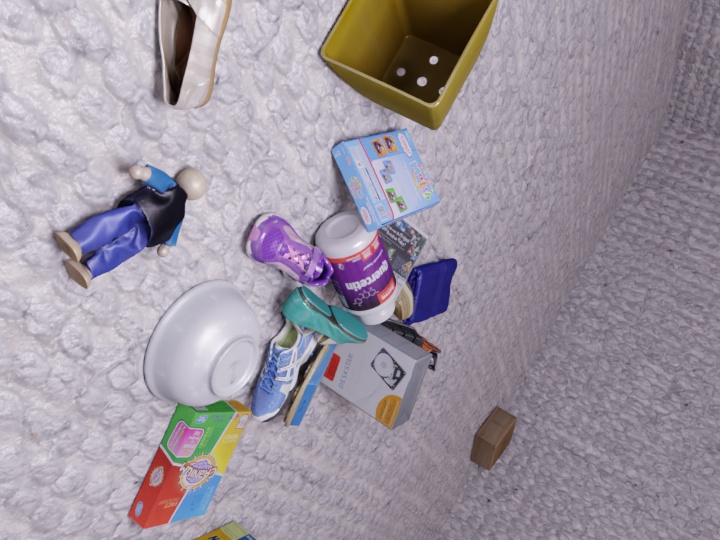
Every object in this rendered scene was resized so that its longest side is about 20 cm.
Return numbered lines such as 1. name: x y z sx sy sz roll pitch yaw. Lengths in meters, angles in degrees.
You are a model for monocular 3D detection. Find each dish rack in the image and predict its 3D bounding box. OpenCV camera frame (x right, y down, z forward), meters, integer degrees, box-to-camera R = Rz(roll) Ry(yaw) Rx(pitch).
1. dish rack: 0.048 0.214 1.507 0.152 0.054 0.203 20 101 -39

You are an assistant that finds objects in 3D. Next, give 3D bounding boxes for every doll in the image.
1. doll: -0.260 -0.066 0.787 0.199 0.048 0.138 -40 146 -37

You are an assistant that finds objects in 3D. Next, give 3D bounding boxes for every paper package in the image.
1. paper package: 0.567 0.718 2.817 0.199 0.102 0.193 -39 145 -39

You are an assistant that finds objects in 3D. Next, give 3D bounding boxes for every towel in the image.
1. towel: 0.166 0.048 1.625 0.199 0.049 0.151 -13 117 -55

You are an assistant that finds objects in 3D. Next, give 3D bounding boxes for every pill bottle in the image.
1. pill bottle: 0.000 0.000 1.179 0.113 0.111 0.202 -47 133 -28

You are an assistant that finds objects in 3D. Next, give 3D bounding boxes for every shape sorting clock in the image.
1. shape sorting clock: -0.095 0.206 1.263 0.200 0.039 0.203 90 26 -87

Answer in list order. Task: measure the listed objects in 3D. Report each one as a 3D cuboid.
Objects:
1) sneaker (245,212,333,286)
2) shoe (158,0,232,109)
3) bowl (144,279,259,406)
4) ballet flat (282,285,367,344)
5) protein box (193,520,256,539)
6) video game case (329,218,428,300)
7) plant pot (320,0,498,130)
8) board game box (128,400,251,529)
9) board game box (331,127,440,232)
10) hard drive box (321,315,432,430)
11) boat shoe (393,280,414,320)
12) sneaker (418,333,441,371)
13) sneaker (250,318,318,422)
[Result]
1. sneaker: -0.104 -0.024 1.050 0.081 0.088 0.200 -59 151 -4
2. shoe: -0.184 -0.272 0.719 0.053 0.069 0.203 -35 144 -54
3. bowl: -0.214 0.124 0.983 0.200 0.089 0.204 -39 143 -37
4. ballet flat: -0.067 0.091 1.154 0.070 0.068 0.199 -38 137 15
5. protein box: -0.285 0.620 1.230 0.197 0.134 0.203 1 113 -59
6. video game case: 0.035 -0.031 1.295 0.199 0.023 0.184 33 85 -44
7. plant pot: 0.085 -0.335 1.021 0.202 0.198 0.176 -60 164 -5
8. board game box: -0.276 0.313 1.088 0.152 0.040 0.203 20 95 -62
9. board game box: 0.050 -0.163 1.154 0.199 0.036 0.154 -24 89 -49
10. hard drive box: 0.026 0.199 1.342 0.076 0.198 0.159 -7 119 -56
11. boat shoe: 0.062 0.040 1.418 0.076 0.071 0.202 -42 135 -27
12. sneaker: 0.134 0.201 1.621 0.199 0.111 0.079 -11 123 -55
13. sneaker: -0.146 0.168 1.168 0.203 0.075 0.077 -65 147 -17
